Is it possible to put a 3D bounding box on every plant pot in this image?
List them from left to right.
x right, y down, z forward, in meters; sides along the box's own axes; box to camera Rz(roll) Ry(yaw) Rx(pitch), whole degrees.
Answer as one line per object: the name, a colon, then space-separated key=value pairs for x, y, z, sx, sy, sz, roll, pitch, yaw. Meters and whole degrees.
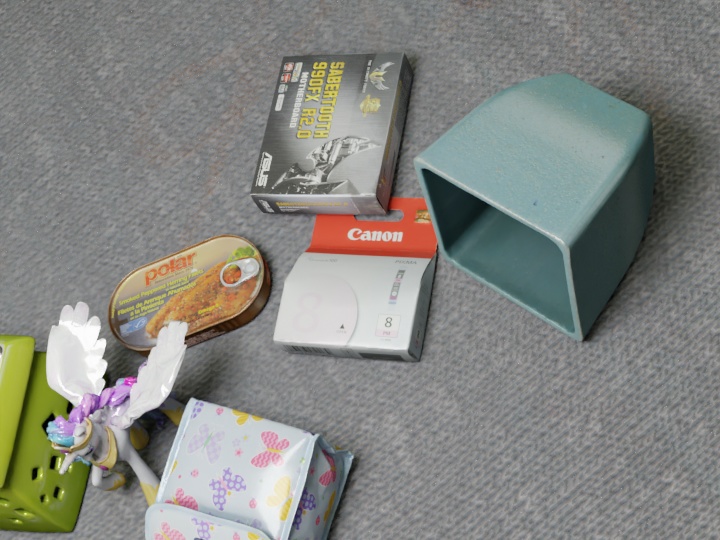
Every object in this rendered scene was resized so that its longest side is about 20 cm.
plant pot: x=-0.426 y=0.174 z=1.610 sx=0.199 sy=0.182 sz=0.200 roll=0 pitch=68 yaw=20
plant pot: x=0.206 y=-0.087 z=1.503 sx=0.196 sy=0.196 sz=0.200 roll=33 pitch=70 yaw=29

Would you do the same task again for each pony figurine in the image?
pony figurine: x=-0.258 y=0.149 z=1.548 sx=0.166 sy=0.200 sz=0.193 roll=5 pitch=68 yaw=22

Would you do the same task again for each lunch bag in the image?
lunch bag: x=-0.124 y=0.254 z=1.497 sx=0.169 sy=0.127 sz=0.200 roll=13 pitch=78 yaw=27

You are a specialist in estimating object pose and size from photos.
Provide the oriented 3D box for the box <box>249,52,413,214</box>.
box: x=-0.032 y=-0.162 z=1.689 sx=0.158 sy=0.048 sz=0.200 roll=2 pitch=63 yaw=21

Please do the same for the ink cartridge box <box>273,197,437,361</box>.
ink cartridge box: x=0.000 y=0.000 z=1.612 sx=0.162 sy=0.057 sz=0.200 roll=3 pitch=72 yaw=21

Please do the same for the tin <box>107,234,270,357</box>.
tin: x=-0.199 y=0.030 z=1.676 sx=0.200 sy=0.042 sz=0.112 roll=-21 pitch=65 yaw=10
